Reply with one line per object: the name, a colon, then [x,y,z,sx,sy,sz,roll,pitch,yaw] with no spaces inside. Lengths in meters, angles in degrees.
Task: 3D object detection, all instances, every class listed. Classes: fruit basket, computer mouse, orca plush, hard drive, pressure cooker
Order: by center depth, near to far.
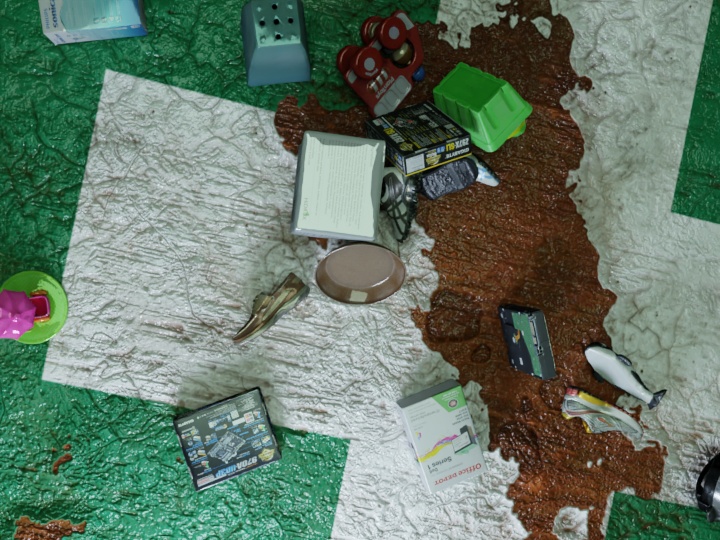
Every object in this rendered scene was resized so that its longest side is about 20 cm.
hard drive: [0.355,0.148,1.564,0.037,0.200,0.143,-13,92,-6]
computer mouse: [0.147,-0.216,1.565,0.198,0.046,0.141,-27,116,27]
fruit basket: [0.275,-0.333,1.573,0.156,0.216,0.216,-45,96,-4]
pressure cooker: [0.868,0.500,1.645,0.173,0.199,0.183,3,102,-39]
orca plush: [0.606,0.221,1.663,0.197,0.106,0.071,29,47,16]

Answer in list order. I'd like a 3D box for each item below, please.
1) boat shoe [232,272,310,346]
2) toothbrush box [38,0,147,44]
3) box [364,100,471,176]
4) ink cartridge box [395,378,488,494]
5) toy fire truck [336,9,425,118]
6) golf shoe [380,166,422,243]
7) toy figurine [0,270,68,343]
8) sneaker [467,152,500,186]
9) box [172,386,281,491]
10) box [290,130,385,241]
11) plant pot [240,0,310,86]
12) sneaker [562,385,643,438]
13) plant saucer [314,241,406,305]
boat shoe: [-0.200,0.082,1.558,0.199,0.076,0.072,-40,92,-14]
toothbrush box: [-0.549,-0.556,1.488,0.195,0.085,0.150,-9,93,-8]
box: [0.118,-0.281,1.522,0.157,0.201,0.050,-21,129,-13]
ink cartridge box: [0.179,0.364,1.603,0.142,0.084,0.204,-19,94,-7]
toy fire truck: [0.056,-0.445,1.572,0.201,0.112,0.168,-50,120,-4]
golf shoe: [0.076,-0.146,1.551,0.092,0.202,0.079,14,47,8]
toy figurine: [-0.700,0.082,1.431,0.195,0.184,0.154,-8,92,-7]
sneaker: [0.218,-0.233,1.611,0.197,0.072,0.073,26,111,-8]
box: [-0.284,0.359,1.561,0.196,0.046,0.162,-20,94,-7]
box: [-0.051,-0.167,1.504,0.167,0.199,0.205,7,90,-8]
plant pot: [-0.172,-0.477,1.483,0.138,0.200,0.145,-7,91,-7]
sneaker: [0.550,0.337,1.663,0.197,0.078,0.084,24,92,2]
plant saucer: [0.000,0.000,1.545,0.196,0.202,0.037,5,49,-7]
